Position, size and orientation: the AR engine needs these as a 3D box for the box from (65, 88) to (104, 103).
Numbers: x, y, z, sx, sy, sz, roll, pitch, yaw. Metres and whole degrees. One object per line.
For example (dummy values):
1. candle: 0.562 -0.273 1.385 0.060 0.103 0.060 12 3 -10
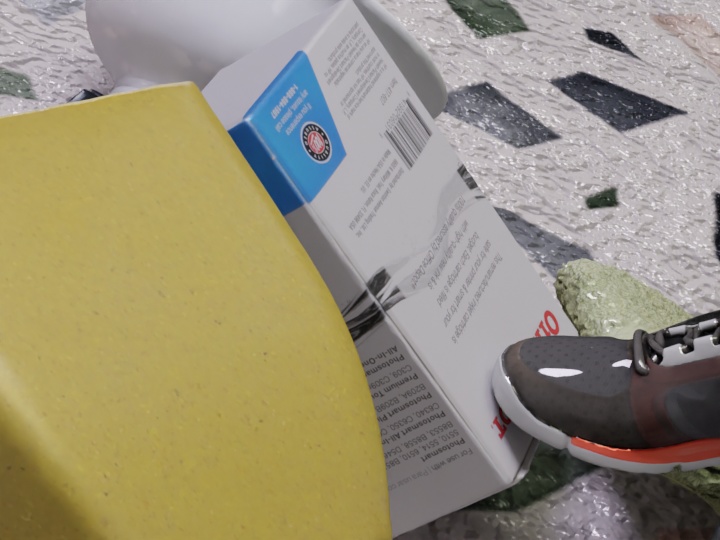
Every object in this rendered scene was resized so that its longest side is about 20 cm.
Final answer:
1. box: -0.108 0.003 1.160 0.159 0.046 0.200 30 31 6

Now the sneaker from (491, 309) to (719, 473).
1. sneaker: 0.157 0.037 1.072 0.200 0.082 0.077 5 34 3

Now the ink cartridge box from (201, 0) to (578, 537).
1. ink cartridge box: 0.000 0.000 1.125 0.200 0.084 0.146 56 29 -13

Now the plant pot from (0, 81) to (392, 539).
1. plant pot: -0.105 0.077 0.922 0.194 0.196 0.200 -17 57 -48

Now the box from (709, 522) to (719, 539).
1. box: 0.221 0.183 1.063 0.132 0.115 0.200 16 31 -13

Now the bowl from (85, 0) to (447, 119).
1. bowl: -0.063 -0.097 1.264 0.201 0.090 0.201 28 -13 7

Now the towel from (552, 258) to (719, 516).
1. towel: 0.184 0.073 1.227 0.200 0.036 0.148 29 24 -33
